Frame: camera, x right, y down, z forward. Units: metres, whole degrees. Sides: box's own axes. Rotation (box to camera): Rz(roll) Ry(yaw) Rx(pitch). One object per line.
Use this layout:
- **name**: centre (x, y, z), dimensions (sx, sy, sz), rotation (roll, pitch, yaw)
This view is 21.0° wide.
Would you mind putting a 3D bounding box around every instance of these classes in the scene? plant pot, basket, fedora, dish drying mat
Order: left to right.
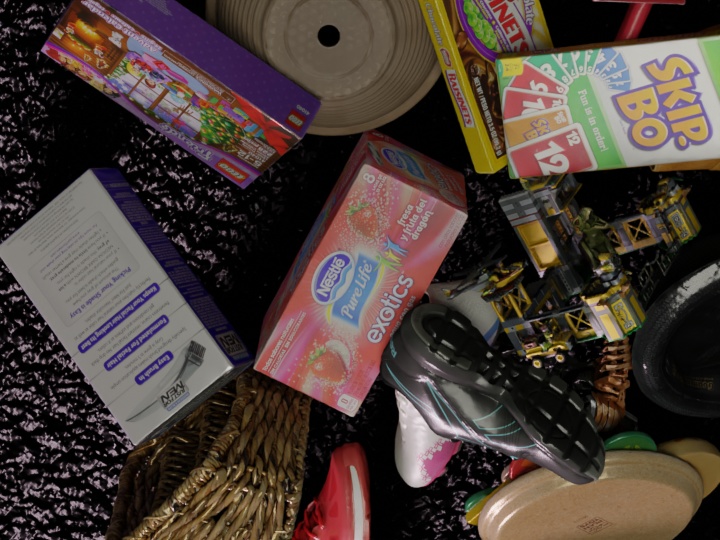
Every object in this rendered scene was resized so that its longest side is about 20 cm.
- **basket**: centre (-0.122, 0.155, 1.579), dimensions (0.148, 0.200, 0.143), rotation (12, 112, -3)
- **plant pot**: centre (-0.023, -0.193, 1.502), dimensions (0.200, 0.093, 0.202), rotation (0, 110, 0)
- **dish drying mat**: centre (0.213, -0.198, 1.504), dimensions (0.018, 0.077, 0.201), rotation (24, 110, 3)
- **fedora**: centre (0.302, 0.027, 1.568), dimensions (0.200, 0.092, 0.201), rotation (-11, 132, -12)

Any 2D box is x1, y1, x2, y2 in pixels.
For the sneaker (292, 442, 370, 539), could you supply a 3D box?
- **sneaker**: centre (-0.051, 0.241, 1.678), dimensions (0.115, 0.078, 0.201), rotation (2, 110, -1)

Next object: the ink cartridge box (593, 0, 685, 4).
- **ink cartridge box**: centre (0.187, -0.310, 1.416), dimensions (0.083, 0.144, 0.201), rotation (-2, 114, -25)

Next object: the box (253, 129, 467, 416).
- **box**: centre (0.000, 0.000, 1.571), dimensions (0.094, 0.103, 0.200), rotation (26, 111, -8)

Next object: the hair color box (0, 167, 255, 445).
- **hair color box**: centre (-0.190, 0.028, 1.571), dimensions (0.109, 0.065, 0.200), rotation (-38, 82, 14)

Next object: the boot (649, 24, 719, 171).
- **boot**: centre (0.296, -0.093, 1.530), dimensions (0.143, 0.071, 0.202), rotation (-17, 99, -11)

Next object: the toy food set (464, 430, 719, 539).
- **toy food set**: centre (0.192, 0.192, 1.625), dimensions (0.197, 0.049, 0.200), rotation (14, 140, -31)

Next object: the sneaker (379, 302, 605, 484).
- **sneaker**: centre (0.104, 0.106, 1.529), dimensions (0.200, 0.075, 0.079), rotation (38, 129, -3)

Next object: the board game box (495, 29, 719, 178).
- **board game box**: centre (0.207, -0.127, 1.474), dimensions (0.199, 0.030, 0.096), rotation (-6, 107, 9)

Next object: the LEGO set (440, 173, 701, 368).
- **LEGO set**: centre (0.166, -0.029, 1.513), dimensions (0.153, 0.200, 0.116), rotation (-13, 115, 45)

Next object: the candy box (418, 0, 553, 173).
- **candy box**: centre (0.100, -0.187, 1.507), dimensions (0.102, 0.026, 0.201), rotation (-34, 114, -33)

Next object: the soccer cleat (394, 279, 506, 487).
- **soccer cleat**: centre (0.052, 0.091, 1.607), dimensions (0.086, 0.070, 0.201), rotation (4, 120, -30)

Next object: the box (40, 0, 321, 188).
- **box**: centre (-0.141, -0.150, 1.503), dimensions (0.200, 0.137, 0.039), rotation (34, 66, -11)

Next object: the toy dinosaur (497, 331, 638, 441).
- **toy dinosaur**: centre (0.173, 0.100, 1.606), dimensions (0.135, 0.102, 0.201), rotation (16, 116, -7)
